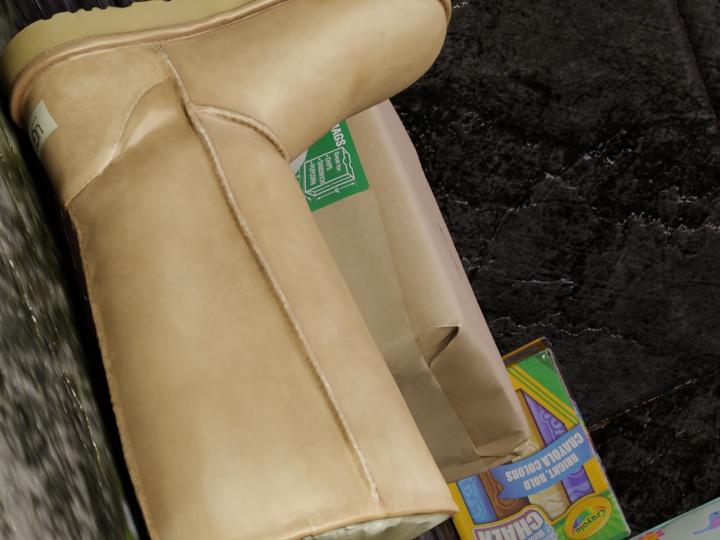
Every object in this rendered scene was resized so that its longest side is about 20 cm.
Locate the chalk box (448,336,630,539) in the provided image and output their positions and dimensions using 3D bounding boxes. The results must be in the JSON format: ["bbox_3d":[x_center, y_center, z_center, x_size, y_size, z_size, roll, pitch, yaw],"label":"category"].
[{"bbox_3d":[0.130,0.170,1.835,0.125,0.123,0.201,-44,111,-86],"label":"chalk box"}]

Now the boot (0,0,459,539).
[{"bbox_3d":[-0.016,-0.001,0.782,0.066,0.174,0.201,108,-38,-57],"label":"boot"}]

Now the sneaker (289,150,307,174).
[{"bbox_3d":[-0.045,-0.042,0.937,0.076,0.092,0.200,49,-3,19],"label":"sneaker"}]

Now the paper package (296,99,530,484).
[{"bbox_3d":[0.000,0.000,1.285,0.191,0.103,0.201,58,10,-63],"label":"paper package"}]

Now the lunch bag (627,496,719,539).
[{"bbox_3d":[0.212,0.175,1.239,0.161,0.199,0.078,-108,174,-70],"label":"lunch bag"}]
